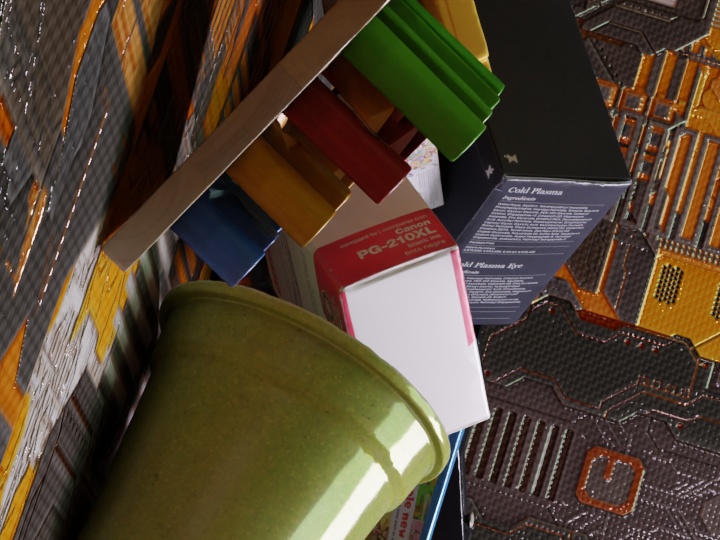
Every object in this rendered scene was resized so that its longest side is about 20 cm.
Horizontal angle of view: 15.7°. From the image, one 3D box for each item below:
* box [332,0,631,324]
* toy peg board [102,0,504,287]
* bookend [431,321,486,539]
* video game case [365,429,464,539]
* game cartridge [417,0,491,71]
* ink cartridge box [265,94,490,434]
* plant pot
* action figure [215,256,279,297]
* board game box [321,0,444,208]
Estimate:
[{"bbox_3d":[0.078,-0.092,1.807,0.182,0.104,0.200,-54,-137,49],"label":"box"},{"bbox_3d":[-0.016,-0.066,1.370,0.199,0.098,0.200,-45,-177,14],"label":"toy peg board"},{"bbox_3d":[0.047,0.124,1.893,0.199,0.092,0.200,-66,155,-59],"label":"bookend"},{"bbox_3d":[-0.040,0.124,1.759,0.018,0.200,0.143,-6,113,-80],"label":"video game case"},{"bbox_3d":[0.030,-0.202,1.634,0.200,0.032,0.177,-134,-154,-80],"label":"game cartridge"},{"bbox_3d":[0.000,0.000,1.678,0.200,0.084,0.145,-124,-163,-50],"label":"ink cartridge box"},{"bbox_3d":[-0.076,0.139,1.550,0.184,0.200,0.200,-60,172,-24],"label":"plant pot"},{"bbox_3d":[-0.049,-0.002,1.883,0.194,0.104,0.200,-63,149,-42],"label":"action figure"},{"bbox_3d":[0.009,-0.146,1.693,0.200,0.034,0.135,81,-12,-54],"label":"board game box"}]
